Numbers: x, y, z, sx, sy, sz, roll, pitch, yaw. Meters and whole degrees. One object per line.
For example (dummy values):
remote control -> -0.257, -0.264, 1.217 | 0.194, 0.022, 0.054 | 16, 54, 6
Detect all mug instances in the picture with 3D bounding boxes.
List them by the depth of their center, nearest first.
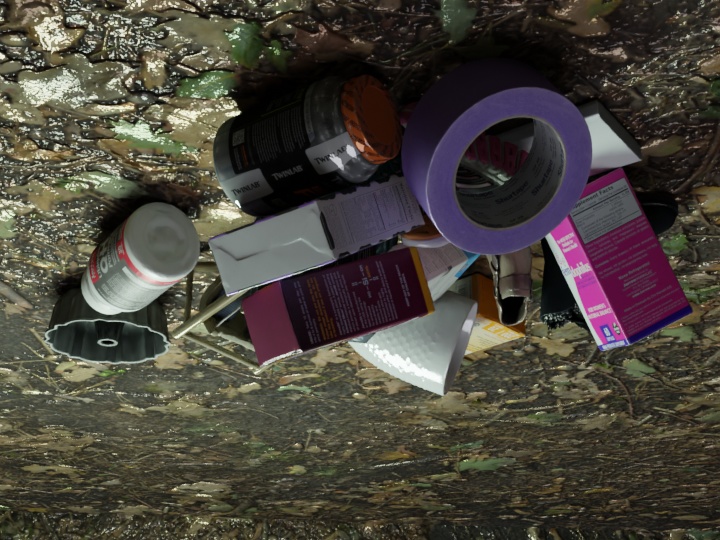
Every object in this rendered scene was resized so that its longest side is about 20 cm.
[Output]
mug -> 0.069, 0.101, 1.796 | 0.173, 0.149, 0.201 | 20, 147, 13

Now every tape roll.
tape roll -> 0.150, -0.125, 1.318 | 0.197, 0.085, 0.203 | -9, 122, -15

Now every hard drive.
hard drive -> 0.230, -0.143, 1.476 | 0.198, 0.027, 0.131 | -16, 151, 32

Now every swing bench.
swing bench -> -0.140, 0.048, 1.770 | 0.198, 0.132, 0.198 | -17, 151, 32

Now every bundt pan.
bundt pan -> -0.399, 0.081, 1.900 | 0.198, 0.077, 0.202 | 0, 155, 0

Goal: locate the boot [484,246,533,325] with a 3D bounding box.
boot -> 0.204, 0.005, 1.657 | 0.069, 0.148, 0.200 | -5, 156, 5

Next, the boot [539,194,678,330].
boot -> 0.336, -0.006, 1.609 | 0.197, 0.171, 0.077 | -7, 156, 13

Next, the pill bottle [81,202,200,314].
pill bottle -> -0.314, -0.008, 1.662 | 0.110, 0.112, 0.199 | 15, 151, -31

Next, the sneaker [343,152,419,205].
sneaker -> 0.011, -0.116, 1.481 | 0.197, 0.078, 0.080 | -9, 143, 16

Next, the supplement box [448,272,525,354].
supplement box -> 0.150, 0.082, 1.918 | 0.199, 0.075, 0.125 | -22, 148, 40

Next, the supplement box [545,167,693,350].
supplement box -> 0.318, -0.012, 1.513 | 0.102, 0.202, 0.101 | -24, 176, -12

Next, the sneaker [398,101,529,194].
sneaker -> 0.116, -0.127, 1.415 | 0.198, 0.075, 0.087 | 23, 136, -25

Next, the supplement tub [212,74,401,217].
supplement tub -> -0.059, -0.143, 1.352 | 0.198, 0.124, 0.122 | -17, 151, 33

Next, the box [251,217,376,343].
box -> -0.059, -0.015, 1.540 | 0.158, 0.203, 0.044 | 6, 159, -15

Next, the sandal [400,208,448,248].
sandal -> 0.111, -0.082, 1.493 | 0.078, 0.060, 0.206 | 8, -159, 22

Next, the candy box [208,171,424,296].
candy box -> -0.048, -0.045, 1.382 | 0.166, 0.073, 0.199 | -17, -176, 35

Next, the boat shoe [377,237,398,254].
boat shoe -> 0.000, 0.000, 1.673 | 0.089, 0.071, 0.202 | 2, 132, -11

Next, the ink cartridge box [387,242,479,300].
ink cartridge box -> 0.064, 0.011, 1.615 | 0.199, 0.067, 0.116 | -25, 162, -51

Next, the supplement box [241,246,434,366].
supplement box -> -0.027, 0.042, 1.423 | 0.198, 0.087, 0.110 | -15, 175, -33
